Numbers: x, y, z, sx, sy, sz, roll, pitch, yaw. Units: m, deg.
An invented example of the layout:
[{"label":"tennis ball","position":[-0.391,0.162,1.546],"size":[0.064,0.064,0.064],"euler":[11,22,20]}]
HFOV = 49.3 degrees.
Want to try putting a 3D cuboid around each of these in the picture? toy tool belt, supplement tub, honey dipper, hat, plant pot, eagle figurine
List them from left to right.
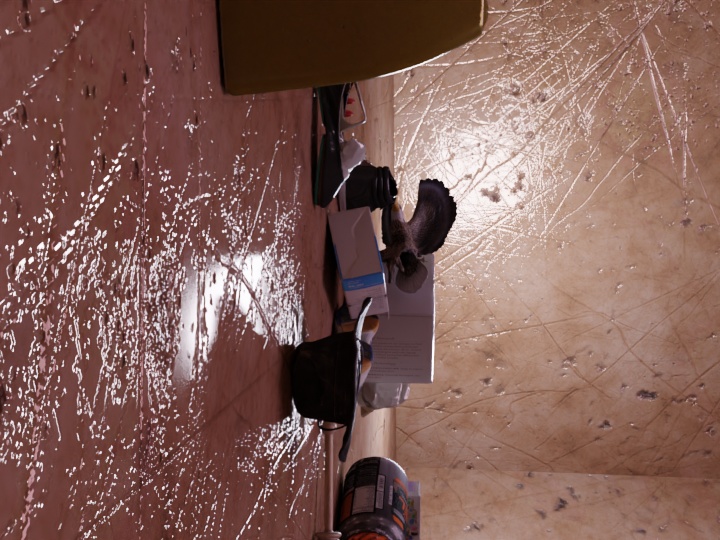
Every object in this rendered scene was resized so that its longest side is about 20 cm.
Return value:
[{"label":"hat","position":[-0.038,0.120,0.915],"size":[0.201,0.080,0.203],"euler":[9,90,-88]},{"label":"honey dipper","position":[-0.046,0.313,1.108],"size":[0.038,0.038,0.202],"euler":[74,15,-73]},{"label":"plant pot","position":[0.003,-0.250,0.638],"size":[0.196,0.198,0.196],"euler":[-76,165,-72]},{"label":"supplement tub","position":[0.022,0.437,1.382],"size":[0.200,0.121,0.124],"euler":[-79,169,-61]},{"label":"toy tool belt","position":[0.037,0.209,1.693],"size":[0.123,0.124,0.202],"euler":[-37,-139,56]},{"label":"eagle figurine","position":[0.083,-0.073,1.440],"size":[0.200,0.151,0.152],"euler":[-53,166,-53]}]

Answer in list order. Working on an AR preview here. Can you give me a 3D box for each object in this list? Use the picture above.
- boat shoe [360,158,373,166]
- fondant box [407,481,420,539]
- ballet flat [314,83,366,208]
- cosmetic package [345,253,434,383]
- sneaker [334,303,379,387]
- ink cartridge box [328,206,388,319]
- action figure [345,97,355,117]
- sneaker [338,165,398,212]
[{"label":"boat shoe","position":[0.013,-0.173,1.440],"size":[0.202,0.074,0.075],"euler":[60,32,-80]},{"label":"fondant box","position":[0.047,0.516,1.548],"size":[0.058,0.143,0.202],"euler":[-70,161,-73]},{"label":"ballet flat","position":[-0.026,-0.183,1.039],"size":[0.068,0.068,0.202],"euler":[-39,130,-84]},{"label":"cosmetic package","position":[0.061,0.092,1.516],"size":[0.168,0.165,0.201],"euler":[-84,174,-46]},{"label":"sneaker","position":[-0.018,0.128,1.278],"size":[0.200,0.075,0.089],"euler":[-75,-178,-62]},{"label":"ink cartridge box","position":[0.000,0.000,1.245],"size":[0.200,0.067,0.117],"euler":[78,0,-65]},{"label":"action figure","position":[-0.028,-0.326,1.135],"size":[0.066,0.051,0.201],"euler":[-77,165,-49]},{"label":"sneaker","position":[0.016,-0.112,1.354],"size":[0.200,0.098,0.071],"euler":[84,7,-61]}]
